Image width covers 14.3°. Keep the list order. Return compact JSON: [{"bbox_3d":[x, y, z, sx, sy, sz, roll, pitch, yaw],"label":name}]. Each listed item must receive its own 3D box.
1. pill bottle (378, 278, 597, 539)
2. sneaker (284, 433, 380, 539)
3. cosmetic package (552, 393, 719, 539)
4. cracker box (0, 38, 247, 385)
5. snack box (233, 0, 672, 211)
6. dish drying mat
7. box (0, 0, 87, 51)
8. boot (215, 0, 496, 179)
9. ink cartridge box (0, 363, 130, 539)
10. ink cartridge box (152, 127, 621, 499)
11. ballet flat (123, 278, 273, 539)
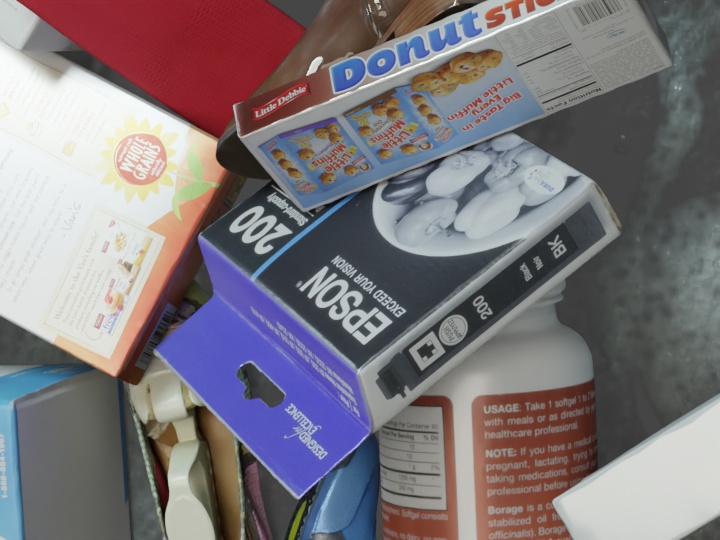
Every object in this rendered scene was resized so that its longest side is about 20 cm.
[{"bbox_3d":[0.065,0.090,1.453,0.112,0.112,0.201,-1,95,18],"label":"pill bottle"},{"bbox_3d":[-0.011,0.180,1.505,0.078,0.066,0.201,17,80,-4],"label":"sneaker"},{"bbox_3d":[0.202,0.070,1.385,0.200,0.151,0.052,-33,87,19],"label":"cosmetic package"},{"bbox_3d":[-0.175,-0.046,1.499,0.199,0.058,0.134,28,87,9],"label":"cracker box"},{"bbox_3d":[0.044,-0.088,1.365,0.199,0.072,0.024,-21,53,16],"label":"snack box"},{"bbox_3d":[-0.093,-0.125,1.456,0.077,0.200,0.018,-47,43,11],"label":"dish drying mat"},{"bbox_3d":[-0.132,-0.220,1.477,0.097,0.124,0.200,39,105,14],"label":"box"},{"bbox_3d":[-0.006,-0.163,1.447,0.186,0.064,0.201,-30,50,29],"label":"boot"},{"bbox_3d":[-0.242,0.131,1.541,0.199,0.146,0.148,-1,96,18],"label":"ink cartridge box"},{"bbox_3d":[0.000,0.000,1.395,0.200,0.198,0.043,-40,121,-8],"label":"ink cartridge box"},{"bbox_3d":[-0.090,0.095,1.526,0.069,0.071,0.201,-13,91,13],"label":"ballet flat"}]
